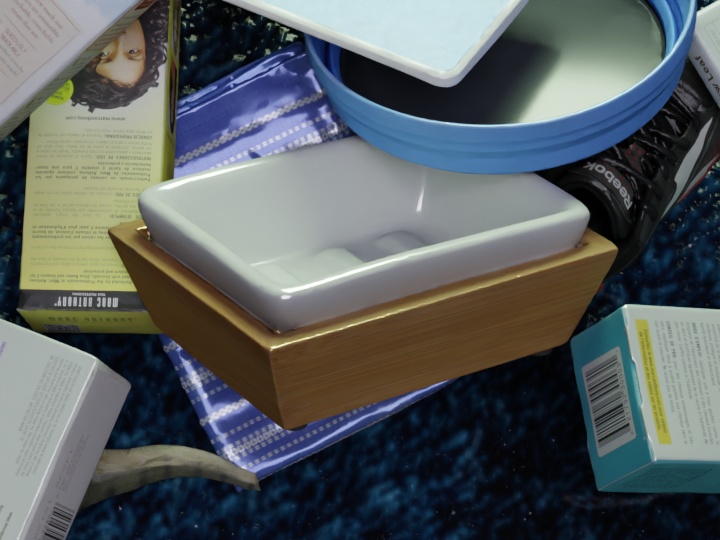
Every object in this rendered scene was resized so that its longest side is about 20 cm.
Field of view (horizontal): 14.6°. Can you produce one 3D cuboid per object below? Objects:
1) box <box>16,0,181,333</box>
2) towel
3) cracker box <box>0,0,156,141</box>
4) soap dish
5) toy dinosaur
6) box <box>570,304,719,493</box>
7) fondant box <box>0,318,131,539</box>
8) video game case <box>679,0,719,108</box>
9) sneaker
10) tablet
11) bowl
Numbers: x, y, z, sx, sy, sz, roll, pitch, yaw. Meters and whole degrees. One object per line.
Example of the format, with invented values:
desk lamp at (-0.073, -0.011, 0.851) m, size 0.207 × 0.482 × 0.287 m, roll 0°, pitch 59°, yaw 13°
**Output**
box at (-0.133, -0.069, 1.442) m, size 0.075 × 0.050 × 0.200 m, roll 0°, pitch 77°, yaw 2°
towel at (-0.045, -0.004, 1.476) m, size 0.145 × 0.024 × 0.200 m, roll -26°, pitch 88°, yaw -6°
cracker box at (-0.209, -0.130, 1.393) m, size 0.200 × 0.058 × 0.134 m, roll -40°, pitch 91°, yaw 10°
soap dish at (0.000, 0.000, 1.372) m, size 0.200 × 0.157 × 0.081 m, roll -16°, pitch 120°, yaw -29°
toy dinosaur at (-0.159, 0.096, 1.446) m, size 0.200 × 0.047 × 0.088 m, roll -15°, pitch 102°, yaw -5°
box at (0.204, 0.066, 1.399) m, size 0.200 × 0.049 × 0.082 m, roll 4°, pitch 66°, yaw -32°
fondant box at (-0.235, 0.082, 1.401) m, size 0.200 × 0.058 × 0.144 m, roll 21°, pitch 82°, yaw 17°
video game case at (0.288, -0.095, 1.486) m, size 0.200 × 0.022 × 0.182 m, roll -30°, pitch 88°, yaw -25°
sneaker at (0.139, -0.054, 1.460) m, size 0.071 × 0.098 × 0.200 m, roll 41°, pitch 82°, yaw 1°
tablet at (-0.012, -0.162, 1.430) m, size 0.200 × 0.014 × 0.130 m, roll 23°, pitch 48°, yaw 18°
bowl at (0.071, -0.123, 1.431) m, size 0.201 × 0.039 × 0.201 m, roll -4°, pitch 43°, yaw 4°
